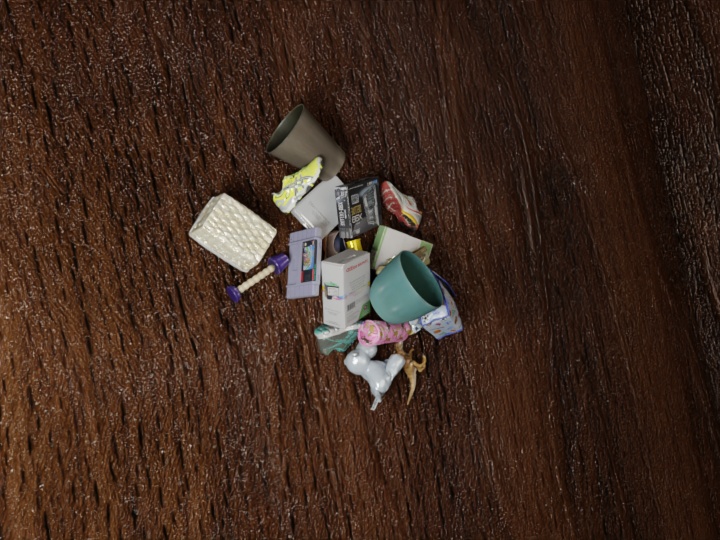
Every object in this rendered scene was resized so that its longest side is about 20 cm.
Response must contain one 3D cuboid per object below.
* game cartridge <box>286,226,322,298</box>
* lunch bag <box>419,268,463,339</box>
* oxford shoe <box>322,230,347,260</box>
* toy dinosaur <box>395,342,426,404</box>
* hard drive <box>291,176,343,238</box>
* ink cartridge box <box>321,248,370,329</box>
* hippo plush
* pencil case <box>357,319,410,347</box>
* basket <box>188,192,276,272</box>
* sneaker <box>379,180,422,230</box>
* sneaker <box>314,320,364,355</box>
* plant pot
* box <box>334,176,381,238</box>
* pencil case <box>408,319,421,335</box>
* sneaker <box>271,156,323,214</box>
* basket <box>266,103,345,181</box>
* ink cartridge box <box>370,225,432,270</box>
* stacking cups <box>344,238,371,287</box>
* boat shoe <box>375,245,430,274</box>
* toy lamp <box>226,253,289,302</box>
[{"bbox_3d":[-0.166,-0.021,1.611,0.038,0.129,0.202,11,76,-39],"label":"game cartridge"},{"bbox_3d":[0.252,0.100,1.813,0.170,0.123,0.201,44,28,-56],"label":"lunch bag"},{"bbox_3d":[-0.075,-0.026,1.701,0.071,0.073,0.202,-5,85,-32],"label":"oxford shoe"},{"bbox_3d":[0.169,0.327,1.816,0.105,0.060,0.201,-17,85,-8],"label":"toy dinosaur"},{"bbox_3d":[-0.109,-0.202,1.726,0.132,0.027,0.200,46,61,-6],"label":"hard drive"},{"bbox_3d":[-0.041,0.051,1.639,0.145,0.084,0.202,-28,123,-51],"label":"ink cartridge box"},{"bbox_3d":[0.025,0.309,1.694,0.160,0.160,0.200,34,55,7],"label":"hippo plush"},{"bbox_3d":[0.074,0.189,1.689,0.087,0.083,0.199,45,23,28],"label":"pencil case"},{"bbox_3d":[-0.347,-0.106,1.517,0.200,0.123,0.136,36,66,-23],"label":"basket"},{"bbox_3d":[0.137,-0.230,1.874,0.200,0.078,0.082,48,57,-27],"label":"sneaker"},{"bbox_3d":[-0.051,0.206,1.691,0.199,0.077,0.092,-9,102,-29],"label":"sneaker"},{"bbox_3d":[0.123,0.066,1.649,0.200,0.161,0.201,40,28,-27],"label":"plant pot"},{"bbox_3d":[-0.004,-0.201,1.721,0.200,0.049,0.159,-29,118,-55],"label":"box"},{"bbox_3d":[0.130,0.116,1.796,0.083,0.091,0.201,-30,98,5],"label":"pencil case"},{"bbox_3d":[-0.186,-0.261,1.624,0.076,0.075,0.200,38,102,-17],"label":"sneaker"},{"bbox_3d":[-0.154,-0.375,1.672,0.199,0.180,0.136,32,24,-31],"label":"basket"},{"bbox_3d":[0.132,-0.052,1.827,0.199,0.048,0.147,17,91,-30],"label":"ink cartridge box"},{"bbox_3d":[0.000,0.000,1.757,0.060,0.060,0.201,-19,95,-32],"label":"stacking cups"},{"bbox_3d":[0.133,-0.029,1.772,0.199,0.073,0.063,-15,99,-28],"label":"boat shoe"},{"bbox_3d":[-0.290,0.015,1.573,0.200,0.058,0.058,-36,101,-31],"label":"toy lamp"}]
